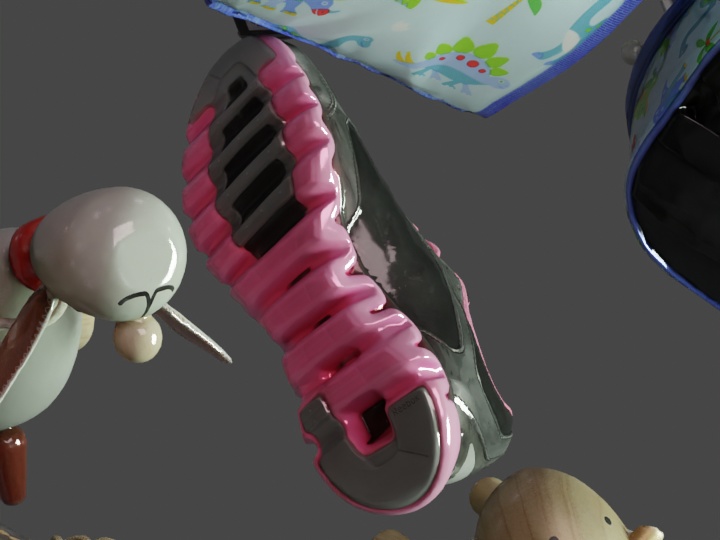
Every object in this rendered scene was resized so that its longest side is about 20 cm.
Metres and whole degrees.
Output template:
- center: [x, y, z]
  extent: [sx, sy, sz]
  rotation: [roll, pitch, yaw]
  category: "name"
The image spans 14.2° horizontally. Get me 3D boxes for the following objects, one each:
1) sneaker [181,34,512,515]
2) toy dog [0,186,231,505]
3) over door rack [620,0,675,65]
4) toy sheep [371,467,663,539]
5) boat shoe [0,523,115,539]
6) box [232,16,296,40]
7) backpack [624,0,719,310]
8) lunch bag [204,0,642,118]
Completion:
- center: [0.000, 0.000, 1.132]
  extent: [0.095, 0.079, 0.201]
  rotation: [-4, 67, -52]
  category: "sneaker"
- center: [-0.113, 0.032, 0.994]
  extent: [0.131, 0.200, 0.097]
  rotation: [-18, 91, -7]
  category: "toy dog"
- center: [0.141, -0.205, 1.257]
  extent: [0.148, 0.066, 0.201]
  rotation: [-37, 122, -39]
  category: "over door rack"
- center: [0.065, 0.159, 1.025]
  extent: [0.137, 0.201, 0.138]
  rotation: [-3, 31, 2]
  category: "toy sheep"
- center: [-0.105, 0.133, 1.009]
  extent: [0.200, 0.074, 0.073]
  rotation: [45, 44, -11]
  category: "boat shoe"
- center: [-0.017, -0.217, 1.181]
  extent: [0.157, 0.050, 0.201]
  rotation: [-35, 114, -35]
  category: "box"
- center: [0.212, -0.052, 1.194]
  extent: [0.199, 0.183, 0.147]
  rotation: [28, 34, -14]
  category: "backpack"
- center: [0.039, -0.165, 1.108]
  extent: [0.169, 0.200, 0.128]
  rotation: [21, 23, -33]
  category: "lunch bag"
